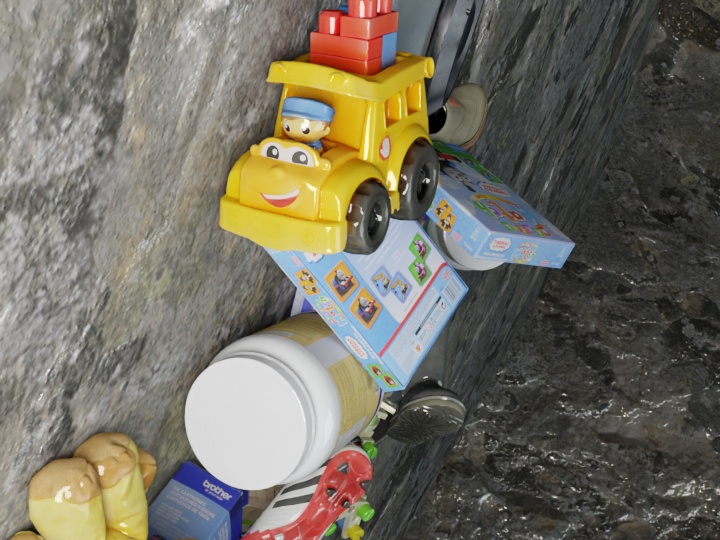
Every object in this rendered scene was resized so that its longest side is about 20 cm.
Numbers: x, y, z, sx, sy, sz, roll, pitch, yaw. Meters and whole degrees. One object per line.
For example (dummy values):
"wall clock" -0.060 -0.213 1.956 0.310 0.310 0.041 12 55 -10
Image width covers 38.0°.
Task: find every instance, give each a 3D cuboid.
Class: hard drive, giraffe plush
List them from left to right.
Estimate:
"giraffe plush" -0.181 0.248 0.822 0.172 0.162 0.201 -26 139 -67
"hard drive" 0.041 -0.252 1.002 0.140 0.033 0.201 -42 153 -55

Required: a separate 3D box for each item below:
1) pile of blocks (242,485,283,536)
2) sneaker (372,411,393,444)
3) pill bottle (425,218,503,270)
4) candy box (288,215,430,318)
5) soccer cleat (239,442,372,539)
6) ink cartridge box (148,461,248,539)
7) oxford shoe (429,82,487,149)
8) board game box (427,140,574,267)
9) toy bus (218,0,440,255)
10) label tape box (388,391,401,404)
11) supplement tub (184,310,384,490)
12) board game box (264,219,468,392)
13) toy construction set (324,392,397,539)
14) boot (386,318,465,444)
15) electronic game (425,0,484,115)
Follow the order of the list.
"pile of blocks" -0.138 0.288 1.259 0.200 0.082 0.062 106 -14 -56
"sneaker" -0.064 0.218 1.344 0.199 0.084 0.121 -18 177 -28
"pill bottle" 0.126 -0.062 1.309 0.115 0.114 0.200 -65 -168 5
"candy box" 0.000 0.000 1.194 0.200 0.077 0.170 -40 152 -56
"soccer cleat" -0.067 0.258 1.100 0.200 0.069 0.085 -46 -164 1
"ink cartridge box" -0.185 0.290 1.057 0.200 0.076 0.137 -54 163 -38
"oxford shoe" 0.104 -0.183 1.259 0.200 0.071 0.074 -51 158 -42
"board game box" 0.112 -0.077 1.105 0.151 0.200 0.037 5 123 -46
"toy bus" -0.019 -0.126 0.849 0.200 0.135 0.193 -39 138 -53
"label tape box" 0.033 0.198 1.489 0.200 0.066 0.143 -36 170 -11
"supplement tub" -0.071 0.125 1.028 0.146 0.145 0.200 -68 164 15
"board game box" 0.010 -0.004 1.039 0.037 0.200 0.151 -16 -152 47
"toy construction set" -0.013 0.221 1.212 0.131 0.092 0.201 16 95 -51
"boot" 0.091 0.101 1.282 0.182 0.072 0.201 -36 -147 62
"electronic game" 0.100 -0.264 1.140 0.200 0.041 0.201 20 90 -85
